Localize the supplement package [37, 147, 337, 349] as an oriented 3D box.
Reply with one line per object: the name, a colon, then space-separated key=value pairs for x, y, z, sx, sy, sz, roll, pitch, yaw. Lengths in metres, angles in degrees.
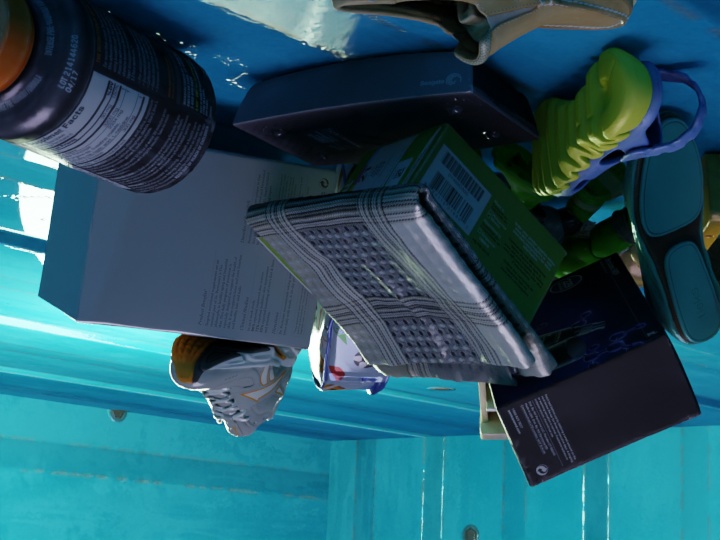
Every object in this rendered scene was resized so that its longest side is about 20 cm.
supplement package: x=-0.148 y=-0.029 z=1.224 sx=0.199 sy=0.152 sz=0.151 roll=8 pitch=-177 yaw=-25

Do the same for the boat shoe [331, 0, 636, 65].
boat shoe: x=0.070 y=-0.153 z=0.838 sx=0.199 sy=0.077 sz=0.072 roll=7 pitch=167 yaw=-21

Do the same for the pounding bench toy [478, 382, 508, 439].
pounding bench toy: x=0.216 y=0.094 z=1.910 sx=0.124 sy=0.201 sz=0.156 roll=-2 pitch=136 yaw=8

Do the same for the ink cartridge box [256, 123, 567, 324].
ink cartridge box: x=0.034 y=-0.019 z=1.130 sx=0.148 sy=0.076 sz=0.200 roll=45 pitch=150 yaw=-22

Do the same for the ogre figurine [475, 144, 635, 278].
ogre figurine: x=0.150 y=-0.044 z=1.248 sx=0.199 sy=0.098 sz=0.120 roll=-2 pitch=144 yaw=-28

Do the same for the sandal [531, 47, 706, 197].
sandal: x=0.186 y=-0.101 z=1.076 sx=0.087 sy=0.080 sz=0.200 roll=2 pitch=170 yaw=-16

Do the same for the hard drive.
hard drive: x=0.020 y=-0.119 z=1.095 sx=0.199 sy=0.043 sz=0.135 roll=-4 pitch=167 yaw=30

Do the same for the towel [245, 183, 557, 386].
towel: x=0.027 y=0.019 z=1.080 sx=0.192 sy=0.035 sz=0.200 roll=-4 pitch=135 yaw=46

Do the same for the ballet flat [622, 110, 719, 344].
ballet flat: x=0.242 y=-0.035 z=1.180 sx=0.067 sy=0.201 sz=0.070 roll=-22 pitch=-159 yaw=-16

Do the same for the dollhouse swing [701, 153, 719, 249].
dollhouse swing: x=0.390 y=-0.003 z=1.252 sx=0.199 sy=0.177 sz=0.182 roll=1 pitch=168 yaw=4

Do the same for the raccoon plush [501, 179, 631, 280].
raccoon plush: x=0.176 y=-0.045 z=1.396 sx=0.097 sy=0.134 sz=0.200 roll=-38 pitch=175 yaw=40

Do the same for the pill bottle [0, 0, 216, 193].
pill bottle: x=-0.191 y=-0.125 z=0.962 sx=0.106 sy=0.107 sz=0.200 roll=-4 pitch=166 yaw=29

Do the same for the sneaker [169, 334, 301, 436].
sneaker: x=-0.106 y=0.101 z=1.255 sx=0.075 sy=0.092 sz=0.200 roll=11 pitch=-177 yaw=20

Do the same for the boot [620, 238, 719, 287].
boot: x=0.300 y=0.003 z=1.581 sx=0.199 sy=0.066 sz=0.175 roll=-9 pitch=151 yaw=41

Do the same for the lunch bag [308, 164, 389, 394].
lunch bag: x=0.000 y=0.000 z=1.305 sx=0.075 sy=0.161 sz=0.200 roll=6 pitch=132 yaw=-12

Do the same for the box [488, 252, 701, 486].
box: x=0.174 y=0.073 z=1.170 sx=0.141 sy=0.079 sz=0.200 roll=-22 pitch=-163 yaw=6
